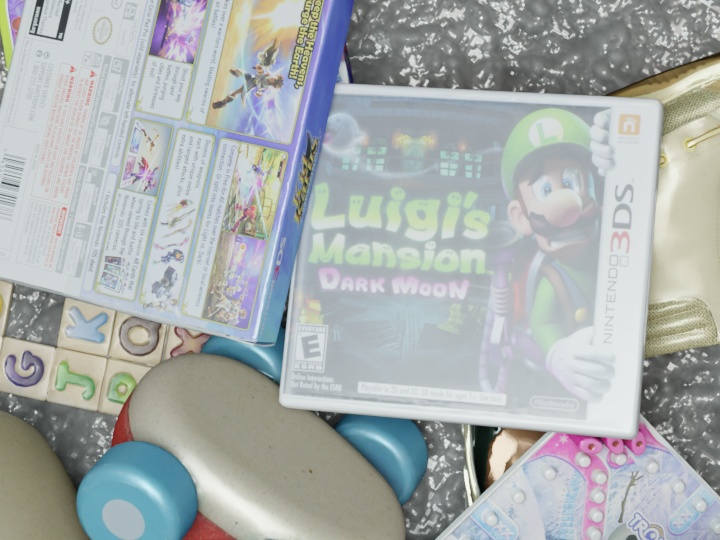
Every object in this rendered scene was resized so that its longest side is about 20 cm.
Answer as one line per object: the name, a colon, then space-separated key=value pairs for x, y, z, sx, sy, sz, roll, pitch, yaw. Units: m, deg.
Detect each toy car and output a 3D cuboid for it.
toy car: x=-0.086 y=0.166 z=1.054 sx=0.176 sy=0.184 sz=0.201 roll=35 pitch=122 yaw=3

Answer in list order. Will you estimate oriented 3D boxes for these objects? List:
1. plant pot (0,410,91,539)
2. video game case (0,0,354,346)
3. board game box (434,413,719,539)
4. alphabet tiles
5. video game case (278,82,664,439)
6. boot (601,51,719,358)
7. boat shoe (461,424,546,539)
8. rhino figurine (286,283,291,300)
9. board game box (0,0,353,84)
plant pot: x=-0.234 y=0.155 z=1.048 sx=0.198 sy=0.201 sz=0.136 roll=4 pitch=56 yaw=5
video game case: x=-0.112 y=-0.076 z=1.020 sx=0.179 sy=0.045 sz=0.202 roll=13 pitch=90 yaw=16
board game box: x=0.131 y=0.197 z=1.042 sx=0.200 sy=0.026 sz=0.200 roll=-44 pitch=113 yaw=4
alphabet tiles: x=-0.157 y=-0.016 z=1.112 sx=0.165 sy=0.008 sz=0.202 roll=11 pitch=93 yaw=5
video game case: x=0.060 y=-0.008 z=1.004 sx=0.198 sy=0.023 sz=0.184 roll=4 pitch=82 yaw=14
boot: x=0.208 y=-0.043 z=1.049 sx=0.198 sy=0.073 sz=0.157 roll=-20 pitch=94 yaw=-2
boat shoe: x=0.096 y=0.071 z=1.062 sx=0.074 sy=0.068 sz=0.203 roll=1 pitch=91 yaw=5
rhino figurine: x=0.000 y=0.000 z=1.059 sx=0.199 sy=0.060 sz=0.088 roll=34 pitch=94 yaw=17
board game box: x=-0.111 y=-0.151 z=1.081 sx=0.198 sy=0.045 sz=0.136 roll=-10 pitch=88 yaw=4
